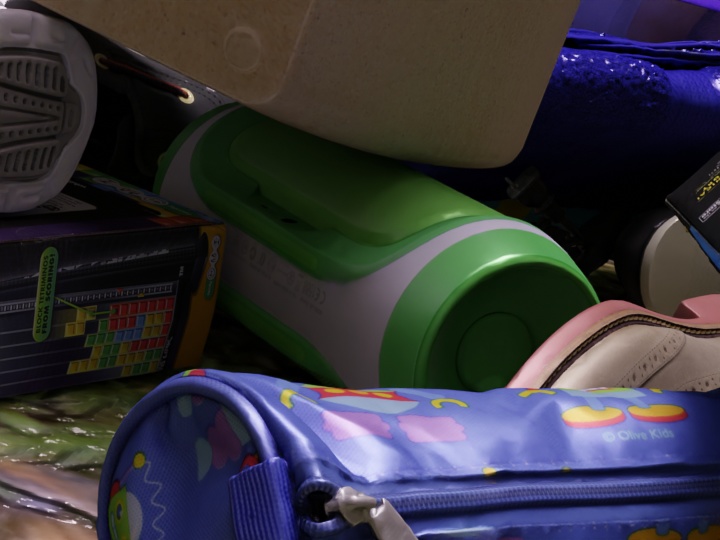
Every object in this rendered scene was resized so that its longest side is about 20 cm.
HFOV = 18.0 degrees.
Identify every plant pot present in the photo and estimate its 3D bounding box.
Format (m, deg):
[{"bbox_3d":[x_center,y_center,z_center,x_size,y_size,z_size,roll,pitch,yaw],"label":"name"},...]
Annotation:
[{"bbox_3d":[-0.030,-0.150,0.747,0.200,0.200,0.177,27,20,16],"label":"plant pot"}]

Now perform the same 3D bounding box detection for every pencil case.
[{"bbox_3d":[0.035,0.064,0.560,0.199,0.078,0.087,3,-13,-34],"label":"pencil case"}]

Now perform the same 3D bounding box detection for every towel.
[{"bbox_3d":[0.109,-0.063,0.947,0.199,0.050,0.148,4,-13,-28],"label":"towel"}]

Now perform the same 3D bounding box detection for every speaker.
[{"bbox_3d":[0.000,0.000,0.791,0.088,0.089,0.200,4,15,-31],"label":"speaker"}]

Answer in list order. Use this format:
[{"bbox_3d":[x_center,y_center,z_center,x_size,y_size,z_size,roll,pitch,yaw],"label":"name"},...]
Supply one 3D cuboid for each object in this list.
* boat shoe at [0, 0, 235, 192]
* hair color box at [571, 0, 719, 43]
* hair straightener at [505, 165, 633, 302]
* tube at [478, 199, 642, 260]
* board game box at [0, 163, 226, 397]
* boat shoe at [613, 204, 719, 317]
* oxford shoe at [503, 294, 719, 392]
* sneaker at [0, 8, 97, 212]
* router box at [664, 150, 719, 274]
[{"bbox_3d":[-0.089,-0.055,0.899,0.201,0.074,0.063,28,48,-18],"label":"boat shoe"},{"bbox_3d":[0.137,-0.104,1.008,0.199,0.109,0.065,7,57,-36],"label":"hair color box"},{"bbox_3d":[0.071,0.000,0.908,0.077,0.041,0.200,57,28,2],"label":"hair straightener"},{"bbox_3d":[0.099,-0.032,1.052,0.199,0.051,0.077,13,7,-21],"label":"tube"},{"bbox_3d":[-0.173,-0.015,0.758,0.200,0.057,0.165,22,18,33],"label":"board game box"},{"bbox_3d":[0.167,0.003,0.962,0.063,0.074,0.201,23,12,42],"label":"boat shoe"},{"bbox_3d":[0.097,0.054,0.694,0.075,0.071,0.200,36,29,26],"label":"oxford shoe"},{"bbox_3d":[-0.179,-0.056,0.677,0.099,0.078,0.200,15,4,39],"label":"sneaker"},{"bbox_3d":[0.169,0.053,0.567,0.200,0.051,0.149,47,7,-12],"label":"router box"}]
